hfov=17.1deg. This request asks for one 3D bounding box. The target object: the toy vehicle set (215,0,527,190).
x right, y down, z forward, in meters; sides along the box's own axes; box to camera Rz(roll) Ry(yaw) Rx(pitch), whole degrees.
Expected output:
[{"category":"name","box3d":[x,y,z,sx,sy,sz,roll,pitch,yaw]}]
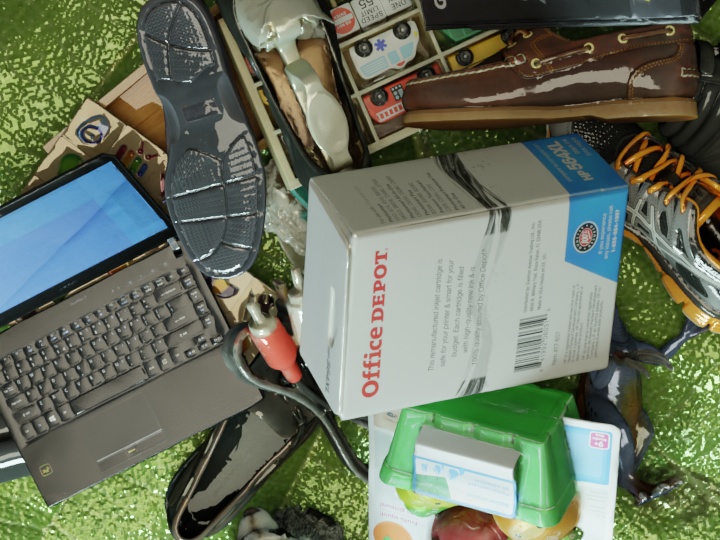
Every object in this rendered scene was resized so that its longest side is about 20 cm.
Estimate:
[{"category":"toy vehicle set","box3d":[0.015,-0.153,1.632,0.199,0.027,0.125,-25,94,-7]}]

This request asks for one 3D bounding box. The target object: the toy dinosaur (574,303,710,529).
[{"category":"toy dinosaur","box3d":[0.168,0.075,1.675,0.199,0.105,0.182,-28,81,18]}]

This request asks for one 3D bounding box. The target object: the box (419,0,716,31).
[{"category":"box","box3d":[0.118,-0.254,1.523,0.197,0.050,0.201,1,116,26]}]

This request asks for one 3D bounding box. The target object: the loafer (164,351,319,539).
[{"category":"loafer","box3d":[-0.071,0.114,1.700,0.072,0.063,0.201,33,101,-6]}]

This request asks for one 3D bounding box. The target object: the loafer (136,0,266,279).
[{"category":"loafer","box3d":[-0.101,-0.097,1.627,0.071,0.063,0.201,-8,107,11]}]

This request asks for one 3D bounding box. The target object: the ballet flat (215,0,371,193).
[{"category":"ballet flat","box3d":[-0.039,-0.140,1.575,0.068,0.068,0.201,-26,94,-9]}]

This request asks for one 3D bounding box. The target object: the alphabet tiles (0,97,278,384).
[{"category":"alphabet tiles","box3d":[-0.156,0.004,1.675,0.199,0.008,0.168,36,100,-5]}]

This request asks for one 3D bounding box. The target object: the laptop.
[{"category":"laptop","box3d":[-0.191,0.044,1.627,0.176,0.103,0.201,-26,93,8]}]

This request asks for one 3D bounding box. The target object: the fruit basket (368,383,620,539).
[{"category":"fruit basket","box3d":[0.085,0.170,1.661,0.184,0.094,0.201,14,121,19]}]

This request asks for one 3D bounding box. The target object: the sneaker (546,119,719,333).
[{"category":"sneaker","box3d":[0.210,-0.049,1.630,0.200,0.077,0.078,44,61,0]}]

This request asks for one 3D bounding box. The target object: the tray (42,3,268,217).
[{"category":"tray","box3d":[-0.113,-0.112,1.671,0.200,0.037,0.099,-38,97,8]}]

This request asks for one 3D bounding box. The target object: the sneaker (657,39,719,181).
[{"category":"sneaker","box3d":[0.280,-0.143,1.629,0.099,0.071,0.201,33,105,-9]}]

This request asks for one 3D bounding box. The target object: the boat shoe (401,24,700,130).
[{"category":"boat shoe","box3d":[0.125,-0.129,1.593,0.198,0.070,0.071,-4,90,1]}]

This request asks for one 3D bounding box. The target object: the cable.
[{"category":"cable","box3d":[-0.027,0.084,1.659,0.097,0.050,0.201,-36,118,-19]}]

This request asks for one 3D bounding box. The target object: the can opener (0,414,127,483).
[{"category":"can opener","box3d":[-0.254,0.134,1.727,0.199,0.053,0.067,-18,135,7]}]

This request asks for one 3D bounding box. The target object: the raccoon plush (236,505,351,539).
[{"category":"raccoon plush","box3d":[-0.030,0.251,1.690,0.097,0.134,0.200,-38,98,8]}]

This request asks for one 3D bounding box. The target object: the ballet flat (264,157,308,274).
[{"category":"ballet flat","box3d":[0.000,0.000,1.683,0.072,0.072,0.200,-44,95,10]}]

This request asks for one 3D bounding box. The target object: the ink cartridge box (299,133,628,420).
[{"category":"ink cartridge box","box3d":[0.066,0.002,1.579,0.199,0.084,0.147,-9,125,-20]}]
